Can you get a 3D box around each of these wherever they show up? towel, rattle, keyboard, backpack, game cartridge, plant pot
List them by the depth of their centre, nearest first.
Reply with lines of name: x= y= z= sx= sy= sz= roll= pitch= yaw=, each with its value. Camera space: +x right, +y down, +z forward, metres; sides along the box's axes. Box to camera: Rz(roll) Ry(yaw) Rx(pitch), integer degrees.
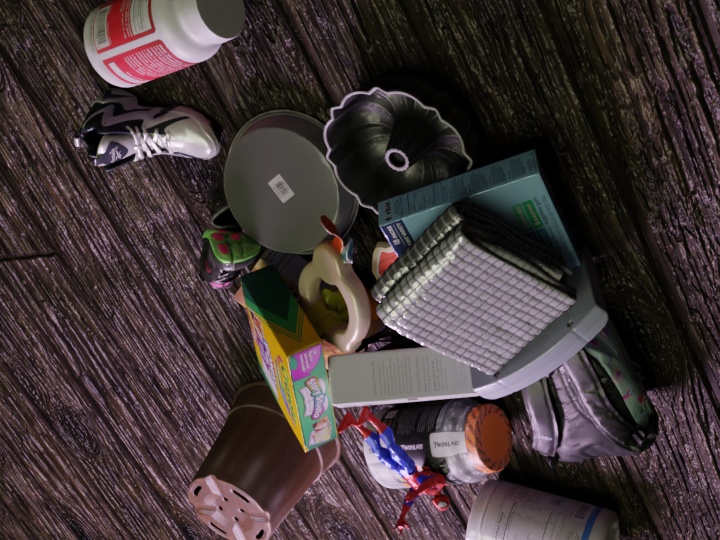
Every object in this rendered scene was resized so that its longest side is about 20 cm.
towel: x=0.135 y=0.018 z=1.538 sx=0.200 sy=0.086 sz=0.166 roll=24 pitch=124 yaw=-32
game cartridge: x=0.217 y=0.071 z=1.613 sx=0.041 sy=0.133 sz=0.200 roll=37 pitch=121 yaw=-27
backpack: x=0.282 y=0.144 z=1.681 sx=0.166 sy=0.127 sz=0.200 roll=-17 pitch=119 yaw=26
rattle: x=0.000 y=0.000 z=1.724 sx=0.130 sy=0.142 sz=0.201 roll=47 pitch=141 yaw=49
keyboard: x=0.061 y=0.102 z=1.815 sx=0.200 sy=0.021 sz=0.127 roll=-29 pitch=141 yaw=35
plant pot: x=-0.163 y=0.313 z=2.071 sx=0.200 sy=0.198 sz=0.201 roll=18 pitch=135 yaw=19

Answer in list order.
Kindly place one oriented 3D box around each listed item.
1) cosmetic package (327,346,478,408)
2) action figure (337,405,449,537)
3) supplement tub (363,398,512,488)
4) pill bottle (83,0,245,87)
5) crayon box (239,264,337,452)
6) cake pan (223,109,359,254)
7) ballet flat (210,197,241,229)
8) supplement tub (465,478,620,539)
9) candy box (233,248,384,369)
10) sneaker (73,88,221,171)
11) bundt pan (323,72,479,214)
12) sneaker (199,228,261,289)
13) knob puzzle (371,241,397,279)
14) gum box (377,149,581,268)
cosmetic package: x=0.060 y=0.144 z=1.768 sx=0.199 sy=0.074 sz=0.102 roll=-7 pitch=172 yaw=4
action figure: x=0.047 y=0.288 z=1.799 sx=0.200 sy=0.099 sz=0.065 roll=41 pitch=141 yaw=-21
supplement tub: x=0.113 y=0.251 z=1.891 sx=0.200 sy=0.123 sz=0.123 roll=-13 pitch=120 yaw=40
pill bottle: x=-0.243 y=-0.305 z=1.625 sx=0.200 sy=0.112 sz=0.112 roll=-11 pitch=121 yaw=39
crayon box: x=-0.099 y=0.122 z=1.803 sx=0.200 sy=0.058 sz=0.173 roll=82 pitch=162 yaw=-44
cake pan: x=-0.098 y=-0.111 z=1.720 sx=0.200 sy=0.037 sz=0.201 roll=10 pitch=114 yaw=23
ballet flat: x=-0.117 y=-0.076 z=1.790 sx=0.199 sy=0.057 sz=0.067 roll=-3 pitch=122 yaw=34
supplement tub: x=0.269 y=0.392 z=1.912 sx=0.199 sy=0.132 sz=0.132 roll=11 pitch=133 yaw=25
candy box: x=-0.075 y=0.056 z=1.885 sx=0.200 sy=0.055 sz=0.115 roll=36 pitch=139 yaw=-3
sneaker: x=-0.299 y=-0.172 z=1.769 sx=0.199 sy=0.130 sz=0.080 roll=24 pitch=138 yaw=12
bundt pan: x=0.060 y=-0.155 z=1.590 sx=0.201 sy=0.076 sz=0.202 roll=18 pitch=135 yaw=19
sneaker: x=-0.184 y=-0.013 z=1.814 sx=0.076 sy=0.084 sz=0.200 roll=8 pitch=-178 yaw=-10
knob puzzle: x=0.098 y=0.021 z=1.715 sx=0.219 sy=0.031 sz=0.220 roll=14 pitch=154 yaw=7
gum box: x=0.144 y=-0.043 z=1.565 sx=0.199 sy=0.045 sz=0.170 roll=-17 pitch=135 yaw=16
